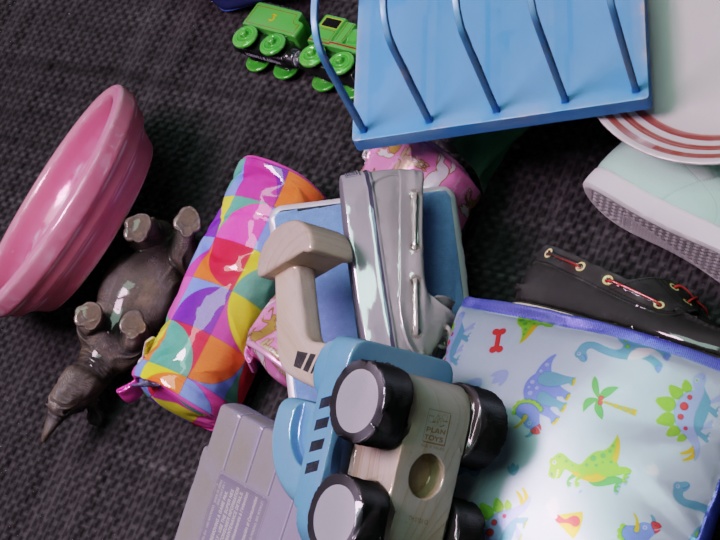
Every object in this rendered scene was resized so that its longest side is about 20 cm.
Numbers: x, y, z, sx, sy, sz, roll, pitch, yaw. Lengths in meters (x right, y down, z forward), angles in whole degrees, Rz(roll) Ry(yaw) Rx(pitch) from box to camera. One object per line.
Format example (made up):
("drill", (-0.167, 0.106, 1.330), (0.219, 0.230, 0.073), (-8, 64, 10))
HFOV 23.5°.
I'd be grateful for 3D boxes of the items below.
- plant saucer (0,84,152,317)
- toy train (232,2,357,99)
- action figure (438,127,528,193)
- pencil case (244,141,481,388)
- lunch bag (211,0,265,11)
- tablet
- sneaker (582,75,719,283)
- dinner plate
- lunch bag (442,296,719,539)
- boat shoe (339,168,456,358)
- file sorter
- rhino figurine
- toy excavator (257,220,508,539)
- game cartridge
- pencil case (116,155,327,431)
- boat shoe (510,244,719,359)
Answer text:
("plant saucer", (-0.220, -0.046, 1.331), (0.201, 0.051, 0.201), (-50, 19, 24))
("toy train", (-0.016, -0.167, 1.340), (0.199, 0.042, 0.057), (19, 64, 34))
("action figure", (0.130, -0.163, 1.232), (0.200, 0.118, 0.055), (-41, 41, -7))
("pencil case", (0.000, 0.000, 1.216), (0.201, 0.083, 0.086), (-57, 33, -8))
("lunch bag", (-0.090, -0.319, 1.405), (0.135, 0.132, 0.202), (-3, 63, 45))
("tablet", (0.012, 0.048, 1.162), (0.129, 0.014, 0.202), (-7, 82, -1))
("sneaker", (0.250, -0.053, 1.114), (0.200, 0.074, 0.118), (35, 81, 35))
("dinner plate", (0.237, -0.151, 1.119), (0.198, 0.024, 0.202), (-10, 60, 18))
("lunch bag", (0.132, 0.123, 1.050), (0.199, 0.127, 0.171), (8, 70, 43))
("boat shoe", (0.030, 0.032, 1.126), (0.065, 0.072, 0.202), (-8, 77, -4))
("file sorter", (0.076, -0.180, 1.114), (0.198, 0.123, 0.140), (-7, 59, 17))
("rhino figurine", (-0.182, 0.042, 1.293), (0.059, 0.087, 0.201), (29, 79, 3))
("toy excavator", (-0.012, 0.072, 1.035), (0.199, 0.099, 0.197), (8, 85, 51))
("game cartridge", (-0.072, 0.202, 1.140), (0.129, 0.038, 0.202), (25, 100, 40))
("pencil case", (-0.096, 0.017, 1.258), (0.088, 0.088, 0.201), (18, 72, 34))
("boat shoe", (0.188, 0.033, 1.101), (0.200, 0.074, 0.064), (18, 74, 34))
